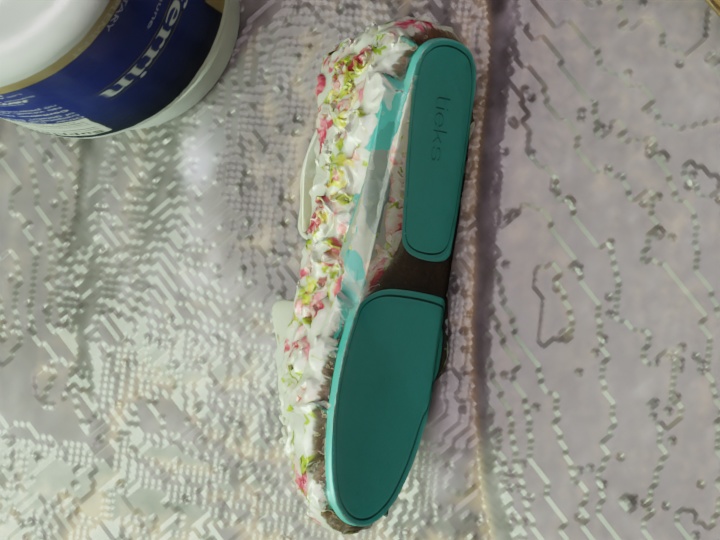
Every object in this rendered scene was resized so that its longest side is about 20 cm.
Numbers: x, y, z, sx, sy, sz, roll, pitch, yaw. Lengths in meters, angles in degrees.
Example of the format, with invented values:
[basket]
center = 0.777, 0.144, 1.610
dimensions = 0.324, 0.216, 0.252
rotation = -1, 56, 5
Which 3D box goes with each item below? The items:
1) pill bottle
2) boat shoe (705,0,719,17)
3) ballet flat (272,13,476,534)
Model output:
[pill bottle]
center = -0.114, -0.110, 0.894
dimensions = 0.115, 0.200, 0.116
rotation = -1, 86, 11
[boat shoe]
center = 0.108, -0.145, 0.915
dimensions = 0.200, 0.076, 0.074
rotation = 40, 97, 13
[ballet flat]
center = 0.000, 0.000, 0.937
dimensions = 0.064, 0.075, 0.201
rotation = 6, 81, 43
